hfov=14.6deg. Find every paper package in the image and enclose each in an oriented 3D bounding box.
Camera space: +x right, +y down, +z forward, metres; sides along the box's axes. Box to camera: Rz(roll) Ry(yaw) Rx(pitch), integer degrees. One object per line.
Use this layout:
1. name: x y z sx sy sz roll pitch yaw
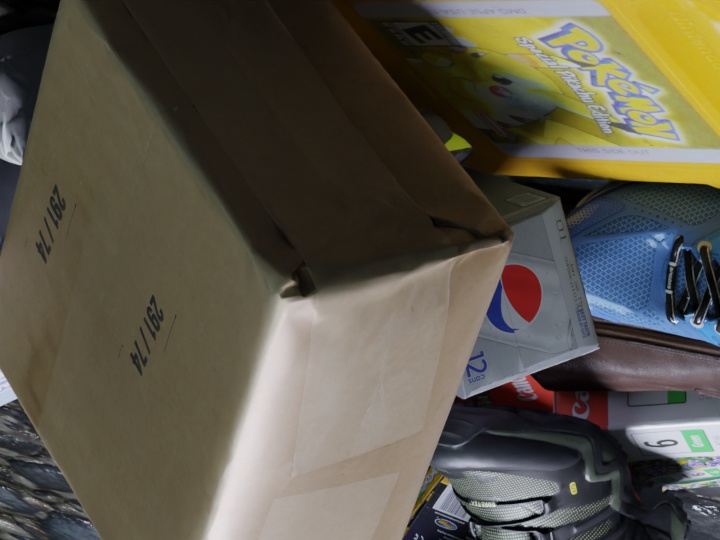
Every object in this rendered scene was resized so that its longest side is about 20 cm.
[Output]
1. paper package: -0.050 0.006 1.068 0.103 0.191 0.200 -12 139 -30

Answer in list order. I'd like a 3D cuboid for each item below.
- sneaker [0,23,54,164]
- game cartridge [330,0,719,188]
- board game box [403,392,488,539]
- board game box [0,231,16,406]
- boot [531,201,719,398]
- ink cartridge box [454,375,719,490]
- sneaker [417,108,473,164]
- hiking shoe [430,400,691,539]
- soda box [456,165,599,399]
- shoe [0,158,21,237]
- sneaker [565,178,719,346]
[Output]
1. sneaker: -0.142 -0.048 1.287 0.074 0.116 0.200 25 161 -22
2. game cartridge: 0.091 -0.082 1.098 0.200 0.033 0.176 6 158 38
3. board game box: 0.048 0.103 1.461 0.200 0.057 0.165 26 -169 -44
4. board game box: -0.198 -0.061 1.210 0.043 0.199 0.200 -25 159 -5
5. boot: 0.148 0.058 1.269 0.200 0.187 0.064 3 -163 31
6. ink cartridge box: 0.137 0.071 1.363 0.199 0.050 0.109 -5 159 14
7. sneaker: -0.023 -0.058 1.153 0.081 0.074 0.200 50 167 -22
8. hiking shoe: 0.088 0.127 1.302 0.076 0.101 0.200 3 159 39
9. soda box: 0.029 -0.003 1.195 0.063 0.068 0.200 -20 -166 -15
10. shoe: -0.142 -0.018 1.430 0.200 0.072 0.091 3 149 28
11. sneaker: 0.169 0.002 1.144 0.200 0.079 0.089 5 -163 21
